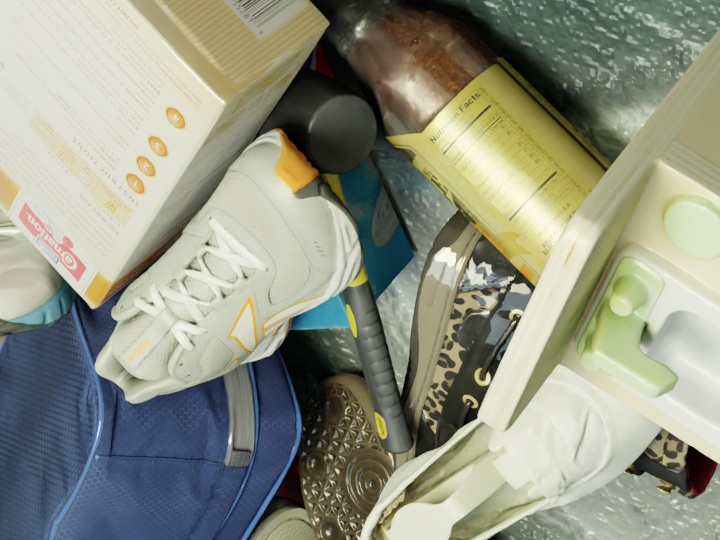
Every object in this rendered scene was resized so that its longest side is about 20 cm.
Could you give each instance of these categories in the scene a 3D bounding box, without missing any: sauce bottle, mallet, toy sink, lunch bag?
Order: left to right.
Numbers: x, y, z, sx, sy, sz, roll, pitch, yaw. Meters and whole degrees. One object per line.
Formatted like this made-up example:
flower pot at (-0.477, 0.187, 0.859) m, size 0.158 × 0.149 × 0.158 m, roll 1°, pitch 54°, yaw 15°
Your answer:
lunch bag at (-0.118, 0.098, 1.422) m, size 0.200 × 0.132 × 0.136 m, roll -59°, pitch 38°, yaw 39°
mallet at (0.000, 0.000, 1.264) m, size 0.066 × 0.041 × 0.201 m, roll 20°, pitch 133°, yaw 59°
sauce bottle at (0.047, -0.069, 1.235) m, size 0.200 × 0.066 × 0.066 m, roll 46°, pitch 140°, yaw 10°
toy sink at (0.154, -0.005, 1.107) m, size 0.112 × 0.200 × 0.131 m, roll 32°, pitch 138°, yaw 11°

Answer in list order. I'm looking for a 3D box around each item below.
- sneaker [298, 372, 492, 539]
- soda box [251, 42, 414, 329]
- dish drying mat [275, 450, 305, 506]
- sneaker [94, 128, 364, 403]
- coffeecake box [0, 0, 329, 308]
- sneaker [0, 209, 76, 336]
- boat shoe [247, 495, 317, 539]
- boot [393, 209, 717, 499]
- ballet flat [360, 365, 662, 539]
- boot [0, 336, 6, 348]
sneaker at (0.031, 0.145, 1.439) m, size 0.070 × 0.075 × 0.201 m, roll -21°, pitch 89°, yaw 38°
soda box at (-0.050, -0.070, 1.310) m, size 0.068 × 0.064 × 0.201 m, roll -2°, pitch 124°, yaw 39°
dish drying mat at (-0.097, 0.118, 1.546) m, size 0.199 × 0.018 × 0.077 m, roll 1°, pitch 126°, yaw 38°
sneaker at (-0.065, 0.011, 1.245) m, size 0.076 × 0.092 × 0.200 m, roll 50°, pitch 152°, yaw 10°
coffeecake box at (-0.120, -0.098, 1.227) m, size 0.154 × 0.073 × 0.200 m, roll 47°, pitch 146°, yaw 5°
sneaker at (-0.170, -0.038, 1.341) m, size 0.075 × 0.200 × 0.087 m, roll 0°, pitch 118°, yaw 7°
boat shoe at (-0.047, 0.184, 1.509) m, size 0.068 × 0.072 × 0.200 m, roll 39°, pitch 158°, yaw 30°
boot at (0.098, 0.071, 1.317) m, size 0.150 × 0.073 × 0.201 m, roll 22°, pitch 130°, yaw 21°
ballet flat at (0.069, 0.089, 1.255) m, size 0.069 × 0.069 × 0.200 m, roll 46°, pitch 132°, yaw -6°
boot at (-0.196, 0.050, 1.525) m, size 0.200 × 0.073 × 0.182 m, roll -25°, pitch 102°, yaw 41°
